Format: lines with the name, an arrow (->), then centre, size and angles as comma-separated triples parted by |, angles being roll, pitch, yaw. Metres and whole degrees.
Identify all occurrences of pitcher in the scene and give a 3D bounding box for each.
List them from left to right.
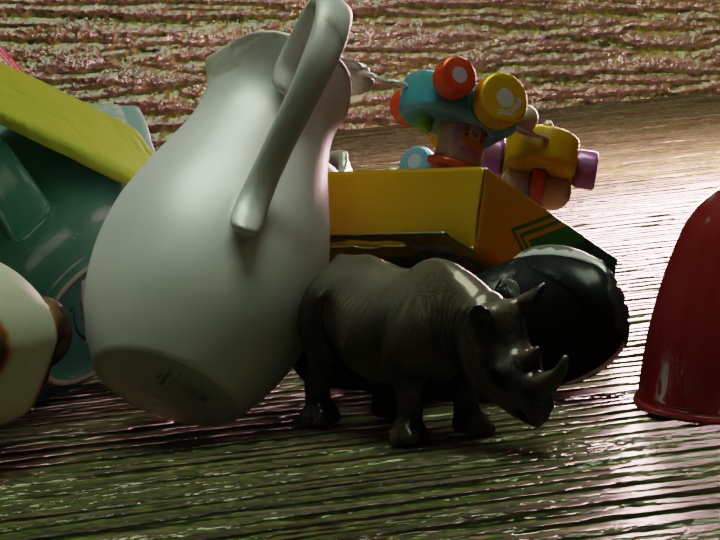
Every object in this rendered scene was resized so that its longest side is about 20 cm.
pitcher -> -0.062, -0.034, 1.368 | 0.121, 0.201, 0.172 | 23, -25, -7

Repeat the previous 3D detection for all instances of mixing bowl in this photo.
mixing bowl -> 0.228, 0.006, 1.318 | 0.199, 0.109, 0.200 | -6, 7, 1

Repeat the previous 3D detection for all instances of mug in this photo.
mug -> -0.193, -0.004, 1.479 | 0.114, 0.153, 0.185 | 37, 12, 29

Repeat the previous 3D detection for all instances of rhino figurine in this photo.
rhino figurine -> 0.034, 0.037, 1.281 | 0.060, 0.088, 0.200 | -10, 8, -33

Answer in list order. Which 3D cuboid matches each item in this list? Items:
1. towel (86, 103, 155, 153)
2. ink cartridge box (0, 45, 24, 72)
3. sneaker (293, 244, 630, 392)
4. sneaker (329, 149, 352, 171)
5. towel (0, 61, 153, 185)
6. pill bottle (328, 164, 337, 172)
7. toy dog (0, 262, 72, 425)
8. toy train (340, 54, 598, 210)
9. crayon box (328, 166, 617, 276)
towel -> -0.228, -0.086, 1.812 | 0.170, 0.048, 0.200 | 6, 11, -10
ink cartridge box -> -0.281, -0.062, 1.600 | 0.145, 0.084, 0.200 | -40, -2, 14
sneaker -> 0.047, 0.039, 1.393 | 0.199, 0.076, 0.087 | -8, 13, 45
sneaker -> -0.081, -0.043, 2.034 | 0.075, 0.091, 0.199 | 1, 9, 42
towel -> -0.188, -0.088, 1.425 | 0.199, 0.018, 0.086 | 25, 18, -36
pill bottle -> -0.057, -0.031, 1.832 | 0.110, 0.111, 0.200 | -6, 7, -5
toy dog -> -0.242, 0.013, 1.348 | 0.199, 0.195, 0.139 | 33, 5, 18
toy train -> 0.051, -0.060, 1.532 | 0.149, 0.056, 0.200 | 0, -20, 27
crayon box -> 0.046, -0.013, 1.515 | 0.125, 0.052, 0.200 | -1, -17, 32
